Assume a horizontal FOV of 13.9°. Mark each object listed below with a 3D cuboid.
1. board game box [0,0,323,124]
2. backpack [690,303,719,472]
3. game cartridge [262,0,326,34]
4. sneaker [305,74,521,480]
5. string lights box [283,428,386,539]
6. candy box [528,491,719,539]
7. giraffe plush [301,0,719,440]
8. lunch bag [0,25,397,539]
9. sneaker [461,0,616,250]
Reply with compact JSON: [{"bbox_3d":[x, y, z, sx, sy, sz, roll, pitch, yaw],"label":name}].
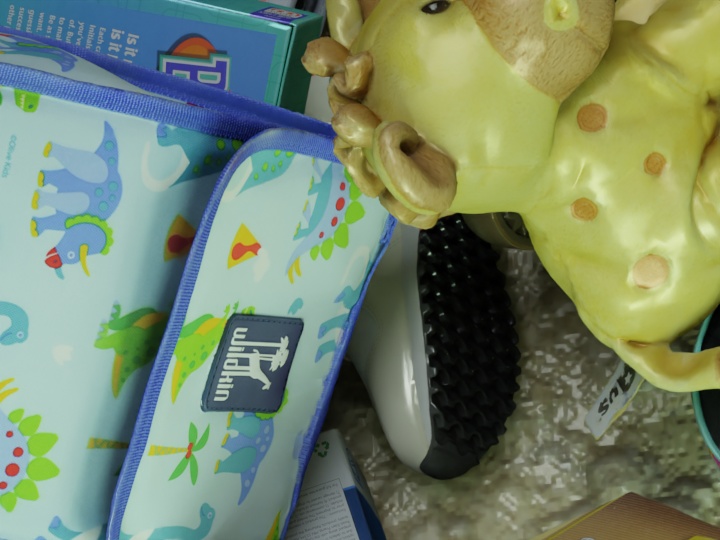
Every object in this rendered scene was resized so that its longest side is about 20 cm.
[{"bbox_3d":[-0.126,-0.044,1.113,0.199,0.045,0.153,15,102,11],"label":"board game box"},{"bbox_3d":[0.221,0.055,1.027,0.200,0.153,0.176,36,84,26],"label":"backpack"},{"bbox_3d":[-0.079,-0.111,1.207,0.133,0.041,0.200,-6,40,20],"label":"game cartridge"},{"bbox_3d":[0.000,-0.001,1.167,0.093,0.070,0.200,-25,60,27],"label":"sneaker"},{"bbox_3d":[-0.021,0.171,1.083,0.102,0.059,0.201,-21,61,3],"label":"string lights box"},{"bbox_3d":[0.053,0.145,0.976,0.200,0.056,0.115,-23,24,-29],"label":"candy box"},{"bbox_3d":[0.067,-0.060,1.010,0.201,0.162,0.172,-65,26,-2],"label":"giraffe plush"},{"bbox_3d":[-0.094,0.013,1.022,0.127,0.199,0.171,35,109,62],"label":"lunch bag"},{"bbox_3d":[0.062,-0.107,1.153,0.090,0.067,0.201,5,82,54],"label":"sneaker"}]
